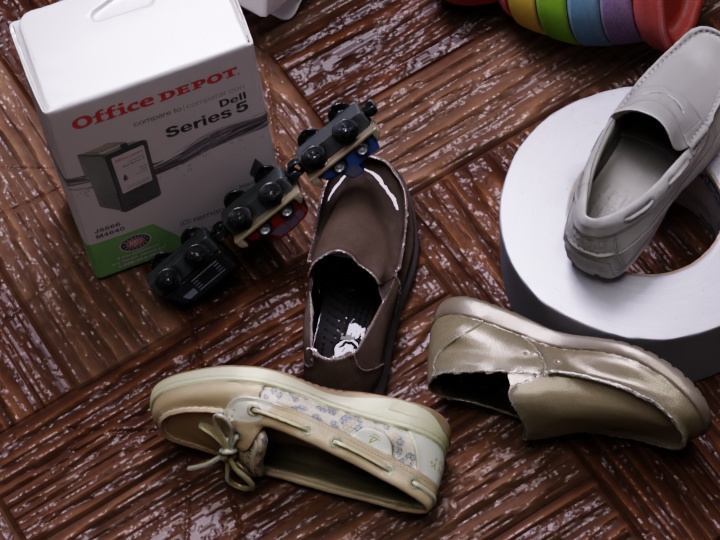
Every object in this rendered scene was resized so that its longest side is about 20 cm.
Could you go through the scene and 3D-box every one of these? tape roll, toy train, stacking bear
[{"bbox_3d":[0.192,-0.024,1.575,0.198,0.066,0.202,-3,58,5],"label":"tape roll"},{"bbox_3d":[-0.060,-0.043,1.586,0.200,0.046,0.034,-39,30,13],"label":"toy train"},{"bbox_3d":[0.139,-0.222,1.678,0.199,0.121,0.115,10,100,24],"label":"stacking bear"}]

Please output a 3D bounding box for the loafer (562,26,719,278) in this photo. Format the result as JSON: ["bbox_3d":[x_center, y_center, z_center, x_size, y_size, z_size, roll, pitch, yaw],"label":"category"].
[{"bbox_3d":[0.194,-0.086,1.532,0.069,0.070,0.201,21,63,18],"label":"loafer"}]

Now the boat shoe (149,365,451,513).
[{"bbox_3d":[-0.043,0.110,1.511,0.198,0.074,0.063,7,57,9],"label":"boat shoe"}]

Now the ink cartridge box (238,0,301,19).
[{"bbox_3d":[-0.077,-0.295,1.700,0.128,0.201,0.125,31,48,22],"label":"ink cartridge box"}]

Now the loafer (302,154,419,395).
[{"bbox_3d":[0.000,0.000,1.574,0.072,0.071,0.201,0,59,6],"label":"loafer"}]

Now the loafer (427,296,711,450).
[{"bbox_3d":[0.129,0.080,1.517,0.199,0.076,0.068,17,63,25],"label":"loafer"}]

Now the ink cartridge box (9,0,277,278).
[{"bbox_3d":[-0.139,-0.100,1.574,0.144,0.201,0.084,-20,59,-6],"label":"ink cartridge box"}]
